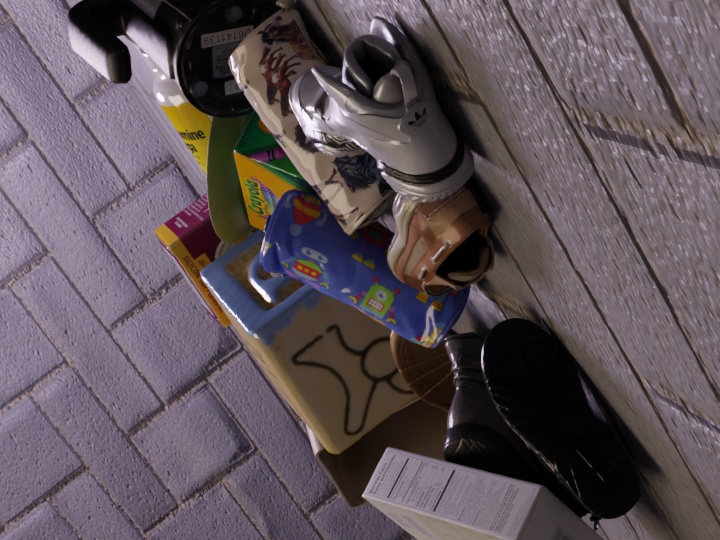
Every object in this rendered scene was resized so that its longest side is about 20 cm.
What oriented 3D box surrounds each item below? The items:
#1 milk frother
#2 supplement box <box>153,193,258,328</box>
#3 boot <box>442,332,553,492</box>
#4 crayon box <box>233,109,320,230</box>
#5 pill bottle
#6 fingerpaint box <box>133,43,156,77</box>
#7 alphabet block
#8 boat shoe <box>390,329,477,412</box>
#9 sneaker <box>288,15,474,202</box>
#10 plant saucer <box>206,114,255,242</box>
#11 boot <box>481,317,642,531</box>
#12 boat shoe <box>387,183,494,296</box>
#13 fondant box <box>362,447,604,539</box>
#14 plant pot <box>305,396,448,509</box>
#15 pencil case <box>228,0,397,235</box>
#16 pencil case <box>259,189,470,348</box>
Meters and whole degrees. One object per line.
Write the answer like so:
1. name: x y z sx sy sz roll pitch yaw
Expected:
1. milk frother: -0.169 -0.272 1.212 0.188 0.180 0.201 44 124 48
2. supplement box: -0.134 -0.045 1.609 0.131 0.200 0.103 56 171 -22
3. boot: 0.143 0.151 1.252 0.200 0.069 0.132 52 -147 -44
4. crayon box: -0.051 -0.080 1.266 0.118 0.058 0.200 23 164 7
5. pill bottle: -0.166 -0.192 1.492 0.200 0.112 0.112 59 170 -31
6. fingerpaint box: -0.231 -0.282 1.625 0.167 0.073 0.200 57 172 -18
7. alphabet block: -0.036 0.053 1.510 0.200 0.195 0.196 60 172 -32
8. boat shoe: 0.100 0.100 1.328 0.200 0.072 0.072 42 -149 -29
9. sneaker: -0.001 -0.134 0.953 0.200 0.075 0.115 38 162 46
10. plant saucer: -0.115 -0.127 1.379 0.031 0.201 0.200 7 158 12
11. boot: 0.169 0.136 1.134 0.199 0.073 0.162 54 178 7
12. boat shoe: 0.068 -0.015 1.050 0.072 0.076 0.200 49 172 18
13. fondant box: 0.119 0.234 1.184 0.200 0.058 0.144 7 151 50
14. plant pot: 0.020 0.159 1.688 0.177 0.199 0.200 62 178 34
15. pencil case: -0.033 -0.134 1.119 0.200 0.089 0.078 54 -160 1
16. pencil case: 0.000 0.000 1.183 0.199 0.087 0.078 25 -151 0
